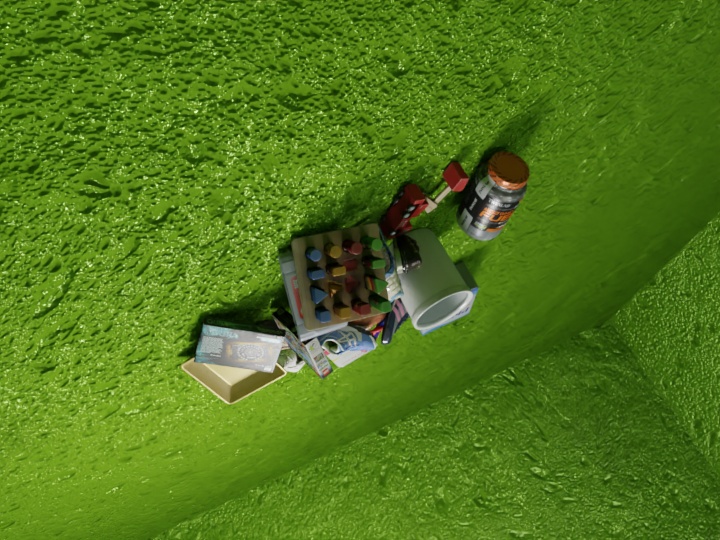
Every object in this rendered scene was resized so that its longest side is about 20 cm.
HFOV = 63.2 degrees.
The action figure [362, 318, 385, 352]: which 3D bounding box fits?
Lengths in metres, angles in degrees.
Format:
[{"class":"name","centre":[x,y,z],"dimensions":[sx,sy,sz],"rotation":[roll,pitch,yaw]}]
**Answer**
[{"class":"action figure","centre":[0.064,0.151,1.665],"dimensions":[0.201,0.052,0.065],"rotation":[-49,180,-11]}]

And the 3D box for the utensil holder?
[{"class":"utensil holder","centre":[0.167,0.019,1.493],"dimensions":[0.168,0.202,0.171],"rotation":[-22,154,-11]}]

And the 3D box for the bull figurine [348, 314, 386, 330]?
[{"class":"bull figurine","centre":[-0.010,0.122,1.556],"dimensions":[0.198,0.066,0.121],"rotation":[8,141,-48]}]

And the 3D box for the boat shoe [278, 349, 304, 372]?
[{"class":"boat shoe","centre":[-0.219,0.257,1.705],"dimensions":[0.069,0.071,0.199],"rotation":[-38,162,18]}]

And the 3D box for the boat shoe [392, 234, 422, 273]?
[{"class":"boat shoe","centre":[0.108,-0.042,1.360],"dimensions":[0.059,0.073,0.202],"rotation":[-10,-163,5]}]

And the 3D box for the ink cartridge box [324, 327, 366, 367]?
[{"class":"ink cartridge box","centre":[-0.043,0.203,1.759],"dimensions":[0.144,0.084,0.200],"rotation":[-29,154,-1]}]

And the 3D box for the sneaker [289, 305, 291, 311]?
[{"class":"sneaker","centre":[-0.128,0.095,1.412],"dimensions":[0.077,0.078,0.199],"rotation":[22,160,-18]}]

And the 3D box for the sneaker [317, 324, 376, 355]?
[{"class":"sneaker","centre":[-0.046,0.183,1.486],"dimensions":[0.197,0.078,0.076],"rotation":[16,138,-28]}]

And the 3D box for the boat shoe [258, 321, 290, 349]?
[{"class":"boat shoe","centre":[-0.204,0.175,1.566],"dimensions":[0.198,0.077,0.072],"rotation":[8,142,-38]}]

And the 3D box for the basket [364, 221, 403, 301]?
[{"class":"basket","centre":[0.000,0.000,1.382],"dimensions":[0.174,0.140,0.201],"rotation":[-27,128,7]}]

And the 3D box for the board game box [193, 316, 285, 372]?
[{"class":"board game box","centre":[-0.291,0.181,1.409],"dimensions":[0.197,0.028,0.137],"rotation":[11,127,-18]}]

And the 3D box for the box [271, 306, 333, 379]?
[{"class":"box","centre":[-0.143,0.172,1.419],"dimensions":[0.034,0.199,0.111],"rotation":[-33,121,-18]}]

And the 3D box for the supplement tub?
[{"class":"supplement tub","centre":[0.310,-0.174,1.371],"dimensions":[0.121,0.124,0.201],"rotation":[-17,153,-22]}]

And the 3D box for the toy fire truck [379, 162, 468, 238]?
[{"class":"toy fire truck","centre":[0.140,-0.154,1.319],"dimensions":[0.139,0.049,0.201],"rotation":[-14,154,-35]}]

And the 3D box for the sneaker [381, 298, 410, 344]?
[{"class":"sneaker","centre":[0.116,0.117,1.608],"dimensions":[0.081,0.203,0.070],"rotation":[21,164,-2]}]

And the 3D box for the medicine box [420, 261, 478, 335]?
[{"class":"medicine box","centre":[0.256,0.090,1.834],"dimensions":[0.180,0.104,0.201],"rotation":[-23,154,-10]}]

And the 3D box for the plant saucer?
[{"class":"plant saucer","centre":[-0.322,0.238,1.501],"dimensions":[0.198,0.049,0.201],"rotation":[-29,128,14]}]

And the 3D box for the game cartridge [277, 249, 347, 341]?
[{"class":"game cartridge","centre":[-0.097,0.043,1.297],"dimensions":[0.131,0.204,0.041],"rotation":[-18,-166,-19]}]

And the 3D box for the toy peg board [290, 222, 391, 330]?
[{"class":"toy peg board","centre":[-0.029,0.017,1.244],"dimensions":[0.196,0.204,0.098],"rotation":[-12,-171,-17]}]
